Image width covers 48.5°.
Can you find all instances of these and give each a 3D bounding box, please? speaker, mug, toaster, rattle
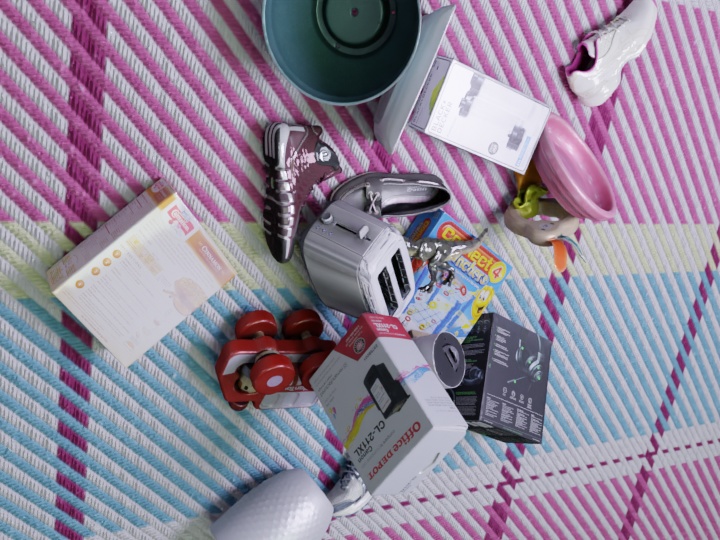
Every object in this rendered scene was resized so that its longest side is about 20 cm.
[{"bbox_3d":[0.059,0.146,1.203,0.080,0.197,0.083,16,67,-44],"label":"speaker"},{"bbox_3d":[-0.131,0.432,1.330,0.175,0.147,0.202,-40,146,-16],"label":"mug"},{"bbox_3d":[0.000,0.000,1.180,0.114,0.127,0.202,-49,144,-27],"label":"toaster"},{"bbox_3d":[0.307,-0.108,1.289,0.127,0.201,0.146,13,114,-5],"label":"rattle"}]

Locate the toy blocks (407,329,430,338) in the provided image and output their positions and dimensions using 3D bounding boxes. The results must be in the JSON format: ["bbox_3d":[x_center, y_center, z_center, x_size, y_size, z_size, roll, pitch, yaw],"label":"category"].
[{"bbox_3d":[0.089,0.168,1.329,0.135,0.102,0.200,16,136,-38],"label":"toy blocks"}]

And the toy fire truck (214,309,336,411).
[{"bbox_3d":[-0.130,0.158,1.226,0.196,0.113,0.170,1,132,-33],"label":"toy fire truck"}]

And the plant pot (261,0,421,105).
[{"bbox_3d":[-0.015,-0.326,1.023,0.195,0.135,0.205,3,111,8],"label":"plant pot"}]

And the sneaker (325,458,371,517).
[{"bbox_3d":[0.002,0.348,1.412,0.198,0.077,0.086,-35,115,-20],"label":"sneaker"}]

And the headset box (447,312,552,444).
[{"bbox_3d":[0.245,0.185,1.411,0.172,0.092,0.204,24,68,-36],"label":"headset box"}]

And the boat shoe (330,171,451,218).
[{"bbox_3d":[0.051,-0.115,1.228,0.196,0.057,0.068,-10,117,-26],"label":"boat shoe"}]

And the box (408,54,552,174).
[{"bbox_3d":[0.185,-0.237,1.233,0.197,0.060,0.119,18,102,-26],"label":"box"}]

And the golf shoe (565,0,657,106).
[{"bbox_3d":[0.411,-0.372,1.313,0.091,0.075,0.202,30,94,-33],"label":"golf shoe"}]

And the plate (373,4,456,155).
[{"bbox_3d":[0.062,-0.265,1.097,0.032,0.200,0.203,21,102,-8],"label":"plate"}]

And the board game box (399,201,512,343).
[{"bbox_3d":[0.131,0.022,1.338,0.199,0.056,0.198,32,94,-36],"label":"board game box"}]

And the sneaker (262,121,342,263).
[{"bbox_3d":[-0.077,-0.112,1.147,0.113,0.075,0.204,-11,116,-29],"label":"sneaker"}]

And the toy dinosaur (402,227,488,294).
[{"bbox_3d":[0.123,-0.015,1.254,0.196,0.047,0.090,-6,106,-29],"label":"toy dinosaur"}]

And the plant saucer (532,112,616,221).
[{"bbox_3d":[0.344,-0.163,1.314,0.199,0.204,0.051,29,130,-36],"label":"plant saucer"}]

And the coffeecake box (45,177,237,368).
[{"bbox_3d":[-0.290,0.003,1.074,0.199,0.073,0.155,-40,125,-8],"label":"coffeecake box"}]

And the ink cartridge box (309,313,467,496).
[{"bbox_3d":[0.035,0.184,1.107,0.082,0.201,0.146,12,125,-46],"label":"ink cartridge box"}]
